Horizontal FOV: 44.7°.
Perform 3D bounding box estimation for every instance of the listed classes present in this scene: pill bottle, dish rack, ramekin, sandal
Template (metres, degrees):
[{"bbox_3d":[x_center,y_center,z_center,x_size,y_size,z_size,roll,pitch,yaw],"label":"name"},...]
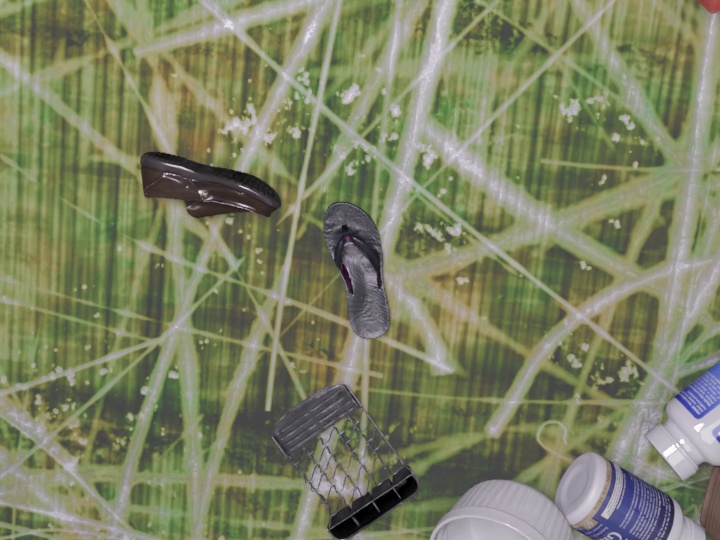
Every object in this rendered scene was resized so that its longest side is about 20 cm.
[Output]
[{"bbox_3d":[0.508,0.204,1.242,0.200,0.112,0.112,-40,99,7],"label":"pill bottle"},{"bbox_3d":[-0.027,0.273,1.273,0.153,0.055,0.200,-35,99,4],"label":"dish rack"},{"bbox_3d":[0.208,0.392,1.239,0.199,0.105,0.201,16,125,25],"label":"ramekin"},{"bbox_3d":[0.392,0.358,1.269,0.199,0.111,0.111,30,99,-6],"label":"pill bottle"},{"bbox_3d":[0.001,0.000,1.224,0.075,0.048,0.202,-16,101,2],"label":"sandal"}]

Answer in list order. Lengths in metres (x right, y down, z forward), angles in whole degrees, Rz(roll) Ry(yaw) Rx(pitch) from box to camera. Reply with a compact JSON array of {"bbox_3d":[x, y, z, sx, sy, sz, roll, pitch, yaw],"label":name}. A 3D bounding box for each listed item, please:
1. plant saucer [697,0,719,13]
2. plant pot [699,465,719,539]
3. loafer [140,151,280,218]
[{"bbox_3d":[0.459,-0.463,1.098,0.200,0.037,0.200,-40,73,15],"label":"plant saucer"},{"bbox_3d":[0.545,0.331,1.250,0.092,0.200,0.202,14,102,29],"label":"plant pot"},{"bbox_3d":[-0.206,-0.105,1.194,0.199,0.073,0.072,17,106,4],"label":"loafer"}]
